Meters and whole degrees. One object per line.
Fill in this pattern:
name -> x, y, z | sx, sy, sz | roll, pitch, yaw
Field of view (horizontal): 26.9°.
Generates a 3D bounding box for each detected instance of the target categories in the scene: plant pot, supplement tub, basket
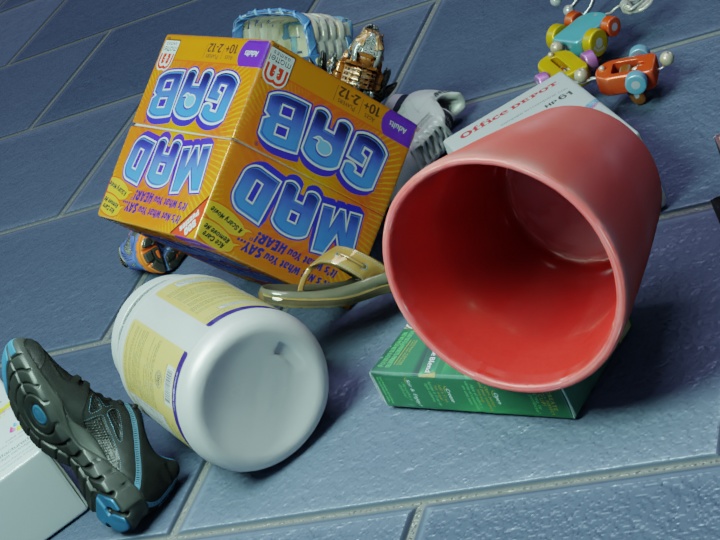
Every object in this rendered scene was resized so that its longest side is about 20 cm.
plant pot -> 0.143, -0.033, 1.182 | 0.199, 0.202, 0.177 | -7, 23, 35
supplement tub -> -0.134, 0.085, 1.366 | 0.145, 0.146, 0.200 | -38, 29, -17
basket -> -0.111, -0.261, 1.905 | 0.199, 0.141, 0.176 | -10, 12, -38

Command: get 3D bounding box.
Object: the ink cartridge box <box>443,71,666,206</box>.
ink cartridge box -> 0.180, -0.096, 1.441 | 0.144, 0.085, 0.200 | -30, 26, -1

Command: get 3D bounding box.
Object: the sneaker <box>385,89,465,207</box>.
sneaker -> 0.058, -0.141, 1.648 | 0.080, 0.077, 0.201 | -5, 36, 21

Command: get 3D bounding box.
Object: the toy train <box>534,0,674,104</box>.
toy train -> 0.266, -0.224, 1.615 | 0.149, 0.056, 0.201 | -11, 32, 18

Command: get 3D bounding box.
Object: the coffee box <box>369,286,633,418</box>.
coffee box -> 0.118, 0.065, 1.272 | 0.199, 0.044, 0.123 | 0, 38, 42

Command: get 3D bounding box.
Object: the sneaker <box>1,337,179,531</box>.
sneaker -> -0.246, 0.138, 1.358 | 0.082, 0.201, 0.073 | -36, -1, -37

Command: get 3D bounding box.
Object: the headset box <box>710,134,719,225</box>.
headset box -> 0.386, -0.078, 1.227 | 0.198, 0.075, 0.149 | -22, 29, 14

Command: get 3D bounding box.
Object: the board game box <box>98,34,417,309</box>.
board game box -> -0.104, -0.102, 1.513 | 0.199, 0.199, 0.202 | 13, 81, 52

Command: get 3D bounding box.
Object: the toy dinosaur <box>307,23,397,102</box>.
toy dinosaur -> -0.021, -0.181, 1.671 | 0.200, 0.102, 0.136 | -49, 18, 22

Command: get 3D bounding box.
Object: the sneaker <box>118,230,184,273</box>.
sneaker -> -0.227, -0.072, 1.796 | 0.078, 0.076, 0.200 | -9, 32, 38

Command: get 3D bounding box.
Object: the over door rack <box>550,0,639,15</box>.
over door rack -> 0.214, -0.325, 1.724 | 0.198, 0.067, 0.148 | 4, 1, 20

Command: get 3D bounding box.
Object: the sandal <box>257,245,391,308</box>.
sandal -> 0.000, 0.000, 1.414 | 0.198, 0.055, 0.080 | -10, 5, -5

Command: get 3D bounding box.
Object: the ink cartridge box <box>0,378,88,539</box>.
ink cartridge box -> -0.367, 0.204, 1.452 | 0.145, 0.083, 0.200 | -36, 29, -13
